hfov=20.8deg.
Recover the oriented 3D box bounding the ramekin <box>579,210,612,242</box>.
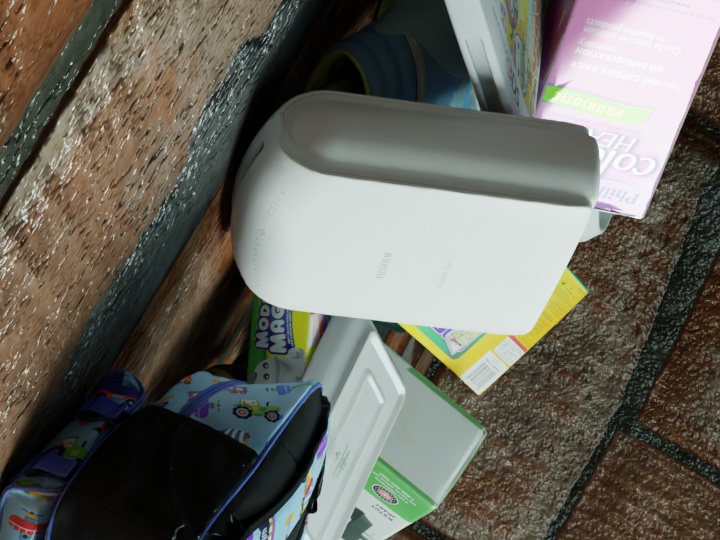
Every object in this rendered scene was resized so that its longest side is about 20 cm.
[{"bbox_3d":[0.155,-0.116,1.539,0.200,0.104,0.202,13,90,-76],"label":"ramekin"}]

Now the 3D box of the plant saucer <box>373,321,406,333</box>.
[{"bbox_3d":[0.000,0.000,1.435,0.199,0.019,0.070,22,97,-54],"label":"plant saucer"}]

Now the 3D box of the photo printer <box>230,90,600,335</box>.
[{"bbox_3d":[0.024,-0.032,1.148,0.167,0.198,0.070,111,-16,-58],"label":"photo printer"}]

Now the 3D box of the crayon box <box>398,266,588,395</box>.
[{"bbox_3d":[0.077,0.001,1.440,0.119,0.058,0.200,-43,144,3],"label":"crayon box"}]

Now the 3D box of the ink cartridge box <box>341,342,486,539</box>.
[{"bbox_3d":[-0.016,0.133,1.498,0.083,0.146,0.200,-54,-175,-29],"label":"ink cartridge box"}]

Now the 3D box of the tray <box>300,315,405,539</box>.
[{"bbox_3d":[-0.019,0.119,1.251,0.201,0.022,0.108,-63,142,-33],"label":"tray"}]

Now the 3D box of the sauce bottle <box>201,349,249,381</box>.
[{"bbox_3d":[-0.097,0.101,1.300,0.065,0.064,0.200,-64,173,19],"label":"sauce bottle"}]

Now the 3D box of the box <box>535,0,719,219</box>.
[{"bbox_3d":[0.162,-0.171,1.265,0.177,0.096,0.201,-89,-167,-52],"label":"box"}]

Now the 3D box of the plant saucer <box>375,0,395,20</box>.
[{"bbox_3d":[0.065,-0.215,1.326,0.200,0.048,0.200,-55,170,-42],"label":"plant saucer"}]

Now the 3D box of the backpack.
[{"bbox_3d":[-0.100,0.137,1.076,0.200,0.134,0.184,-53,162,-51],"label":"backpack"}]

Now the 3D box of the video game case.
[{"bbox_3d":[0.084,-0.192,1.142,0.182,0.023,0.202,64,29,-57],"label":"video game case"}]

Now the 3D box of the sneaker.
[{"bbox_3d":[0.020,-0.084,1.226,0.130,0.079,0.201,-32,139,-23],"label":"sneaker"}]

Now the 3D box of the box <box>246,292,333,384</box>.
[{"bbox_3d":[-0.033,0.035,1.298,0.117,0.048,0.202,9,88,-71],"label":"box"}]
